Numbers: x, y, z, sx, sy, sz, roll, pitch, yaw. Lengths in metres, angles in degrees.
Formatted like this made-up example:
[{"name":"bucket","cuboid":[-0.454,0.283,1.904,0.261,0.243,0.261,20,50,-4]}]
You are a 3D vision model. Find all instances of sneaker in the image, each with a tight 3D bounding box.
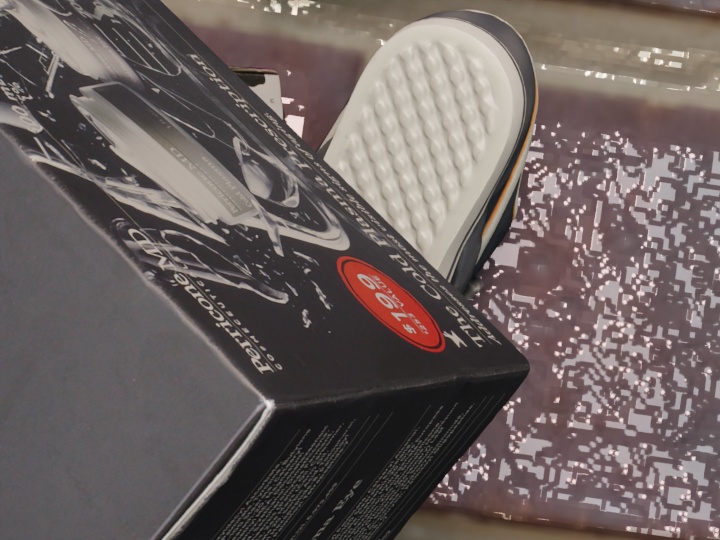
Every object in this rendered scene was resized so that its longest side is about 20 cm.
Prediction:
[{"name":"sneaker","cuboid":[0.000,0.000,1.019,0.078,0.079,0.200,38,110,5]}]

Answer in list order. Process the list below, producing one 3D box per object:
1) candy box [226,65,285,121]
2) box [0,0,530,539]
[{"name":"candy box","cuboid":[-0.083,0.043,0.982,0.136,0.061,0.201,-10,88,29]},{"name":"box","cuboid":[-0.080,0.002,0.843,0.200,0.182,0.104,44,108,16]}]
